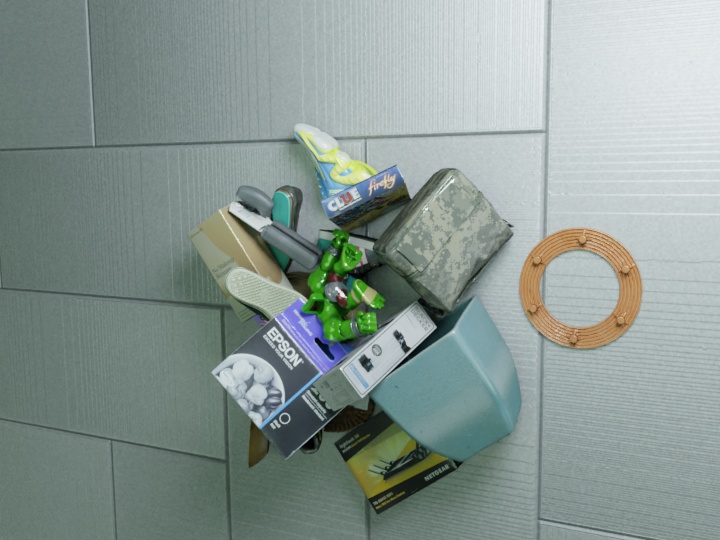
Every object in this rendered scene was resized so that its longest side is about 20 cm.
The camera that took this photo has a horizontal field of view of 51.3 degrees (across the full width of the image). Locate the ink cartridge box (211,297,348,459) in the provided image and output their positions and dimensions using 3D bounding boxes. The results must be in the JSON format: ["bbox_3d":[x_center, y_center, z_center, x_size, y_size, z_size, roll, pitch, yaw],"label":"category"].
[{"bbox_3d":[-0.116,0.183,1.285,0.200,0.043,0.198,-41,89,-7],"label":"ink cartridge box"}]

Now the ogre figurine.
[{"bbox_3d":[-0.037,0.038,1.290,0.120,0.098,0.201,-41,73,34],"label":"ogre figurine"}]

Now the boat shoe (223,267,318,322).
[{"bbox_3d":[-0.156,0.056,1.335,0.199,0.062,0.075,32,84,-20],"label":"boat shoe"}]

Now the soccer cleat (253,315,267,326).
[{"bbox_3d":[-0.140,0.110,1.455,0.199,0.076,0.067,27,107,19],"label":"soccer cleat"}]

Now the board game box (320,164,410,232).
[{"bbox_3d":[0.015,-0.117,1.264,0.135,0.200,0.035,-25,85,4],"label":"board game box"}]

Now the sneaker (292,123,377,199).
[{"bbox_3d":[-0.063,-0.182,1.382,0.200,0.076,0.105,39,112,15],"label":"sneaker"}]

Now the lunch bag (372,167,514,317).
[{"bbox_3d":[0.140,-0.045,1.243,0.168,0.139,0.200,41,87,-10],"label":"lunch bag"}]

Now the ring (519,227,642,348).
[{"bbox_3d":[0.360,0.030,1.238,0.199,0.019,0.202,3,98,24],"label":"ring"}]

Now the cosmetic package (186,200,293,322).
[{"bbox_3d":[-0.226,-0.016,1.413,0.105,0.071,0.201,-31,93,32],"label":"cosmetic package"}]

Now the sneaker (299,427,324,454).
[{"bbox_3d":[-0.135,0.249,1.332,0.200,0.085,0.075,41,98,-18],"label":"sneaker"}]

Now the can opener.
[{"bbox_3d":[-0.150,-0.082,1.360,0.199,0.053,0.067,33,121,10],"label":"can opener"}]

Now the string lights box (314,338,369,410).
[{"bbox_3d":[-0.074,0.182,1.371,0.198,0.059,0.103,12,127,5],"label":"string lights box"}]

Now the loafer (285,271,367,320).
[{"bbox_3d":[-0.078,0.061,1.424,0.199,0.067,0.077,24,106,21],"label":"loafer"}]

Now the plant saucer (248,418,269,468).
[{"bbox_3d":[-0.189,0.280,1.454,0.035,0.200,0.202,5,100,-3],"label":"plant saucer"}]

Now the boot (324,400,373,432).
[{"bbox_3d":[-0.077,0.261,1.446,0.198,0.107,0.076,-12,116,0],"label":"boot"}]

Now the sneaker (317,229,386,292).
[{"bbox_3d":[0.000,0.000,1.369,0.199,0.083,0.122,14,98,31],"label":"sneaker"}]

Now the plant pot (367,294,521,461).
[{"bbox_3d":[0.164,0.197,1.267,0.196,0.196,0.200,-37,91,24],"label":"plant pot"}]

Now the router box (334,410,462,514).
[{"bbox_3d":[0.071,0.336,1.397,0.200,0.052,0.158,-38,80,24],"label":"router box"}]

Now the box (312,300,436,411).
[{"bbox_3d":[0.025,0.142,1.257,0.060,0.200,0.117,51,145,-1],"label":"box"}]

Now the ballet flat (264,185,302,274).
[{"bbox_3d":[-0.142,-0.069,1.433,0.068,0.068,0.201,26,119,19],"label":"ballet flat"}]
